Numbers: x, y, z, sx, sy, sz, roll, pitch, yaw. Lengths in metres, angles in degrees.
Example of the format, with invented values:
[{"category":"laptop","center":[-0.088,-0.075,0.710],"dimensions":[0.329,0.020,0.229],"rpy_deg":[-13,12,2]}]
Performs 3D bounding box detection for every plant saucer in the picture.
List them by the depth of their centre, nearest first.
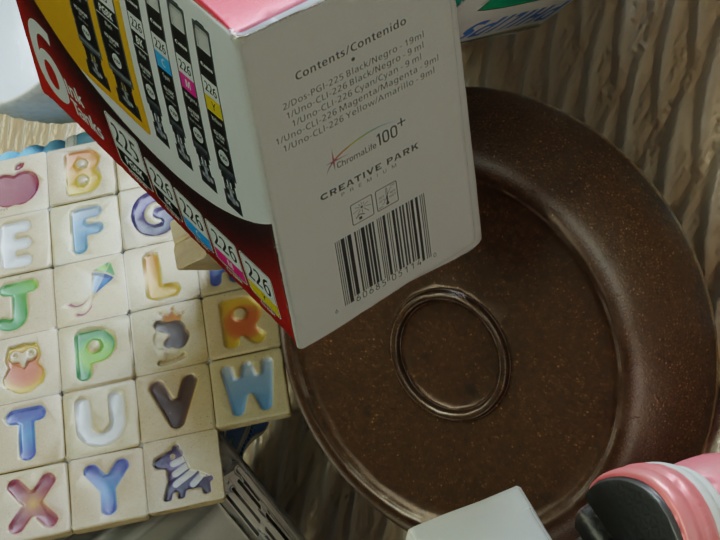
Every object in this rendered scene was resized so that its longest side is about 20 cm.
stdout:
[{"category":"plant saucer","center":[0.042,0.030,0.689],"dimensions":[0.199,0.034,0.202],"rpy_deg":[10,110,29]}]

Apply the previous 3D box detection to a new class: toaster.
[{"category":"toaster","center":[-0.088,0.147,0.800],"dimensions":[0.129,0.200,0.114],"rpy_deg":[-39,27,-7]}]

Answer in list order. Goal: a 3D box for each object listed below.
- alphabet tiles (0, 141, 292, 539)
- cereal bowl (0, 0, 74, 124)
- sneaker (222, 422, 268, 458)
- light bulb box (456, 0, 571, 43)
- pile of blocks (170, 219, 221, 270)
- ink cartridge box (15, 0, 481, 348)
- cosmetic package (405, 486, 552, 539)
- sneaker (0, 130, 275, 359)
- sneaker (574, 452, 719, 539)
[{"category":"alphabet tiles","center":[-0.119,0.023,0.778],"dimensions":[0.006,0.165,0.201],"rpy_deg":[75,-176,-57]},{"category":"cereal bowl","center":[-0.129,-0.166,0.899],"dimensions":[0.199,0.083,0.202],"rpy_deg":[-25,56,44]},{"category":"sneaker","center":[-0.087,0.147,0.906],"dimensions":[0.076,0.076,0.201],"rpy_deg":[-128,36,-47]},{"category":"light bulb box","center":[0.058,-0.216,0.620],"dimensions":[0.200,0.125,0.199],"rpy_deg":[-37,81,33]},{"category":"pile of blocks","center":[-0.027,-0.091,0.745],"dimensions":[0.082,0.062,0.201],"rpy_deg":[45,121,39]},{"category":"ink cartridge box","center":[-0.054,-0.105,0.609],"dimensions":[0.200,0.084,0.176],"rpy_deg":[42,152,41]},{"category":"cosmetic package","center":[0.058,0.199,0.633],"dimensions":[0.151,0.051,0.201],"rpy_deg":[56,153,34]},{"category":"sneaker","center":[-0.119,0.004,0.836],"dimensions":[0.200,0.130,0.080],"rpy_deg":[-122,23,-45]},{"category":"sneaker","center":[0.117,0.130,0.622],"dimensions":[0.074,0.086,0.201],"rpy_deg":[60,156,31]}]
